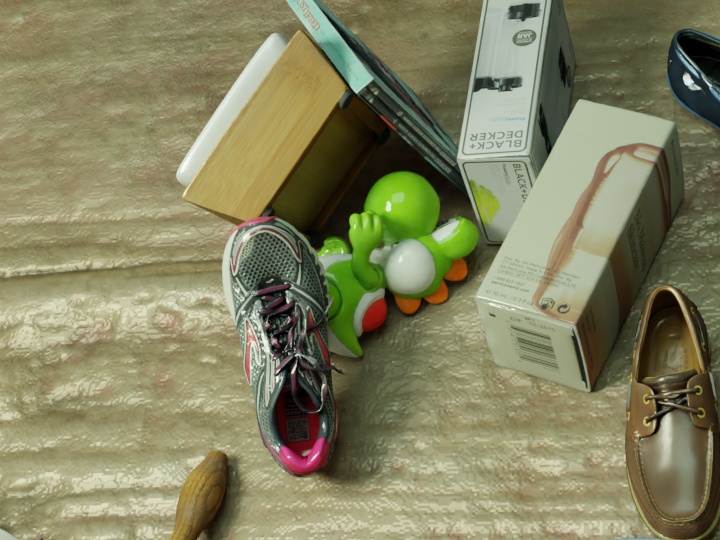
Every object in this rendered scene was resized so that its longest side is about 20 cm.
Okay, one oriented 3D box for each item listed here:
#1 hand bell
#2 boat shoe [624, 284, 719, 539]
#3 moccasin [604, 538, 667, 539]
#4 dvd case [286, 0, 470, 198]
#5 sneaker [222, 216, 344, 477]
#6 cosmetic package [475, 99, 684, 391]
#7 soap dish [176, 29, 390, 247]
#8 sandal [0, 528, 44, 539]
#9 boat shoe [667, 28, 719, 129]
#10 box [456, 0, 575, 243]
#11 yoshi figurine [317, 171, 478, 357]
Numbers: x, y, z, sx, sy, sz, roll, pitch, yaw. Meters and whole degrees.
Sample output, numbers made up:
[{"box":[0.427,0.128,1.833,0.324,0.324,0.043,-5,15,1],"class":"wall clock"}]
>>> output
[{"box":[-0.140,0.214,1.298,0.104,0.104,0.200,1,43,19],"class":"hand bell"},{"box":[0.224,0.100,1.258,0.072,0.068,0.200,-6,53,14],"class":"boat shoe"},{"box":[0.141,0.235,1.191,0.200,0.080,0.068,-18,54,24],"class":"moccasin"},{"box":[0.022,-0.147,1.428,0.022,0.200,0.146,-41,50,8],"class":"dvd case"},{"box":[-0.052,0.057,1.310,0.080,0.075,0.200,-14,94,-4],"class":"sneaker"},{"box":[0.174,-0.020,1.344,0.087,0.103,0.200,16,63,26],"class":"cosmetic package"},{"box":[-0.056,-0.098,1.401,0.081,0.200,0.157,35,92,15],"class":"soap dish"},{"box":[-0.266,0.218,1.320,0.050,0.082,0.203,-50,53,-4],"class":"sandal"},{"box":[0.325,-0.134,1.398,0.200,0.069,0.084,25,66,32],"class":"boat shoe"},{"box":[0.132,-0.134,1.433,0.060,0.117,0.200,-1,55,17],"class":"box"},{"box":[-0.007,-0.013,1.397,0.200,0.112,0.112,-26,44,-5],"class":"yoshi figurine"}]
